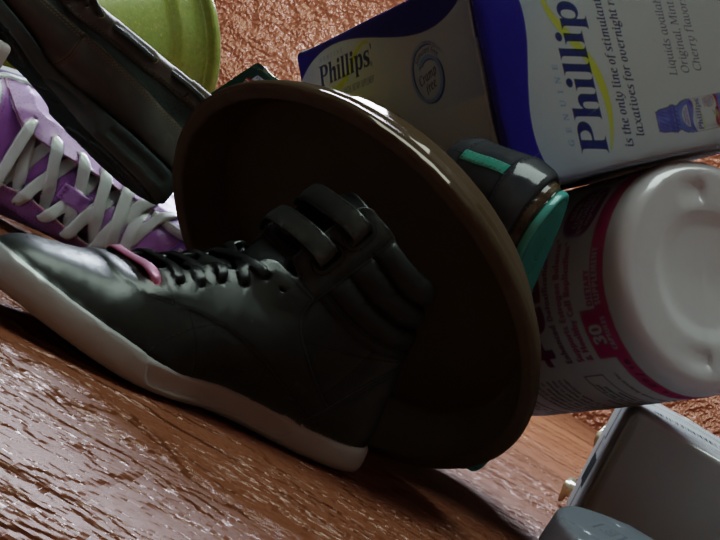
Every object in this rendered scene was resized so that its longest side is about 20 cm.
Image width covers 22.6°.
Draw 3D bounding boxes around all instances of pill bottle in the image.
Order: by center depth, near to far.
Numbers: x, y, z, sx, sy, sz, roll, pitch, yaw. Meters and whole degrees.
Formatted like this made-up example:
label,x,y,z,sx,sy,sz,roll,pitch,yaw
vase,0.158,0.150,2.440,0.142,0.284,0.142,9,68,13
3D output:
label,x,y,z,sx,sy,sz,roll,pitch,yaw
pill bottle,0.112,0.016,0.932,0.113,0.114,0.199,29,-23,-26

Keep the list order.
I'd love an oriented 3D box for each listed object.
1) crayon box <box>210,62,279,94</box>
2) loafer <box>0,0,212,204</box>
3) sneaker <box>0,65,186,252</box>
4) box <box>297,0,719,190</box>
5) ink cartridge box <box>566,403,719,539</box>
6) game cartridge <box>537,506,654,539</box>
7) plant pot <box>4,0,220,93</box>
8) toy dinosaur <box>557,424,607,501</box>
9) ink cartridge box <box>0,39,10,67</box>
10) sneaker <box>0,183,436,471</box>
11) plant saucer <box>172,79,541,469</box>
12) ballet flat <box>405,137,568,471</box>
label,x,y,z,sx,sy,sz,roll,pitch,yaw
crayon box,-0.011,0.006,0.922,0.127,0.051,0.201,37,-24,43
loafer,-0.135,-0.113,0.812,0.072,0.063,0.200,29,-16,45
sneaker,-0.132,-0.035,0.908,0.200,0.073,0.114,29,4,-36
box,0.099,-0.094,0.929,0.198,0.106,0.183,-12,-1,-28
ink cartridge box,0.187,0.138,0.961,0.143,0.084,0.200,30,4,7
game cartridge,0.132,0.143,0.732,0.132,0.042,0.200,26,0,16
plant pot,-0.217,-0.147,1.171,0.199,0.202,0.184,30,13,14
toy dinosaur,0.184,0.150,1.157,0.101,0.059,0.200,32,2,16
ink cartridge box,-0.264,-0.118,0.727,0.145,0.085,0.200,32,1,37
sneaker,-0.051,0.001,0.685,0.199,0.100,0.071,27,4,-41
plant saucer,0.000,0.000,0.786,0.199,0.029,0.201,29,-38,25
ballet flat,0.048,0.014,0.830,0.073,0.073,0.201,30,-36,18
